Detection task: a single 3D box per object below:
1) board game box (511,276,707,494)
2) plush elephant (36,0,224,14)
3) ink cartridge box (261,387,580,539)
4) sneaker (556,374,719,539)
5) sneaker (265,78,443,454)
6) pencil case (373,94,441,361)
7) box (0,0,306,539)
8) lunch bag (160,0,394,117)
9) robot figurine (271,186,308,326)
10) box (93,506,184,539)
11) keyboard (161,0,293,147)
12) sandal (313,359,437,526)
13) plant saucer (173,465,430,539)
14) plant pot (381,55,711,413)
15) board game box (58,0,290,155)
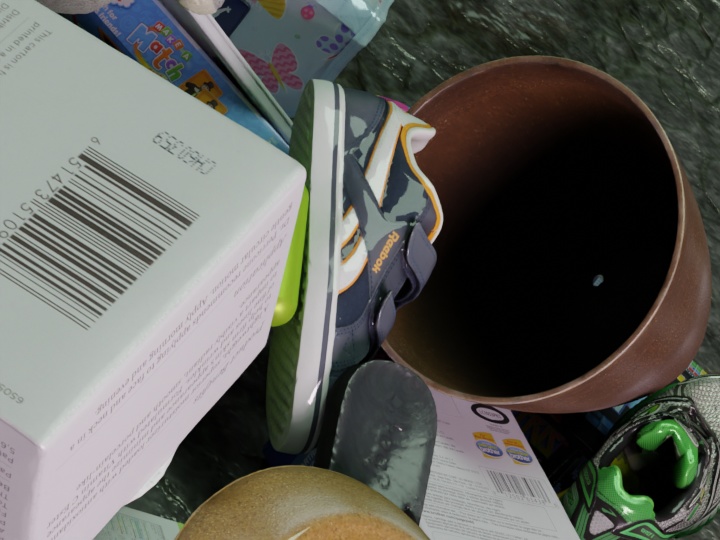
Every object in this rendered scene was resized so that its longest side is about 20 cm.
[{"bbox_3d":[0.131,0.073,1.705,0.165,0.057,0.200,43,26,1],"label":"board game box"},{"bbox_3d":[-0.181,-0.204,1.387,0.199,0.166,0.155,3,11,23],"label":"plush elephant"},{"bbox_3d":[0.038,0.129,1.472,0.136,0.076,0.200,17,36,-42],"label":"ink cartridge box"},{"bbox_3d":[0.172,0.110,1.563,0.078,0.085,0.200,44,38,5],"label":"sneaker"},{"bbox_3d":[0.000,0.000,1.433,0.079,0.078,0.201,12,68,-14],"label":"sneaker"},{"bbox_3d":[0.007,-0.023,1.659,0.088,0.088,0.200,31,29,-18],"label":"pencil case"},{"bbox_3d":[-0.161,0.003,1.218,0.200,0.131,0.199,31,50,14],"label":"box"},{"bbox_3d":[-0.075,-0.180,1.687,0.169,0.127,0.200,37,-7,-10],"label":"lunch bag"},{"bbox_3d":[-0.112,-0.003,1.414,0.175,0.116,0.200,4,15,11],"label":"robot figurine"},{"bbox_3d":[-0.120,0.161,1.262,0.199,0.036,0.145,20,33,-34],"label":"box"},{"bbox_3d":[-0.068,-0.107,1.517,0.200,0.011,0.056,53,-8,-16],"label":"keyboard"},{"bbox_3d":[0.004,0.138,1.343,0.075,0.048,0.201,17,70,-32],"label":"sandal"},{"bbox_3d":[-0.007,0.182,1.263,0.200,0.035,0.201,15,65,-37],"label":"plant saucer"},{"bbox_3d":[0.118,0.002,1.553,0.187,0.187,0.200,54,11,26],"label":"plant pot"},{"bbox_3d":[-0.109,-0.101,1.585,0.200,0.037,0.151,49,-11,14],"label":"board game box"}]
